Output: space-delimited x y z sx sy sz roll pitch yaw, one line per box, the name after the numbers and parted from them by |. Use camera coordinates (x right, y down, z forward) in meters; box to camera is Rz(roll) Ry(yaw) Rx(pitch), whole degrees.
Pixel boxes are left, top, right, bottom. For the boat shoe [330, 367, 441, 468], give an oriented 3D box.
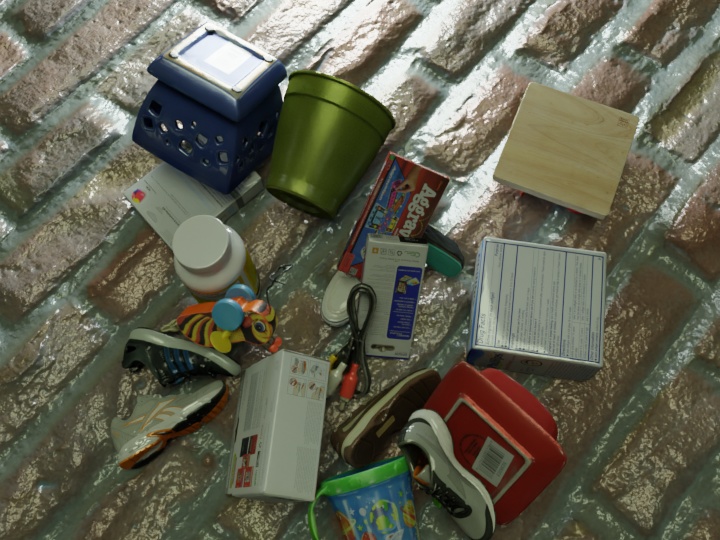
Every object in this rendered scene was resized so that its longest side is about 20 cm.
0.035 0.210 1.120 0.201 0.076 0.074 -34 31 -27 | boat shoe

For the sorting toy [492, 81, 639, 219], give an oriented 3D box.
0.350 -0.197 1.262 0.198 0.070 0.201 21 72 10 | sorting toy

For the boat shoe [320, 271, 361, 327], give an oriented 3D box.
0.000 0.000 1.204 0.071 0.070 0.201 34 74 15 | boat shoe

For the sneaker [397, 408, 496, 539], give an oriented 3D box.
0.114 0.296 1.018 0.079 0.074 0.201 -31 87 -48 | sneaker

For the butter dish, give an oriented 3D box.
0.202 0.229 1.067 0.199 0.201 0.147 42 41 18 | butter dish

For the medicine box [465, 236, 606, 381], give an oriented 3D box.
0.275 0.061 1.148 0.197 0.103 0.185 7 69 6 | medicine box

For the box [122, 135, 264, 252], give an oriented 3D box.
-0.293 -0.142 1.291 0.200 0.041 0.156 -41 71 -13 | box

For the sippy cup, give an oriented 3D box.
0.024 0.347 1.044 0.176 0.139 0.132 -21 79 17 | sippy cup

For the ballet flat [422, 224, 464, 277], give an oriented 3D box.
0.088 -0.061 1.192 0.199 0.073 0.074 31 70 -20 | ballet flat

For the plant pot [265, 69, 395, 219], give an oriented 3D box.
-0.068 -0.199 1.235 0.198 0.200 0.195 22 83 11 | plant pot

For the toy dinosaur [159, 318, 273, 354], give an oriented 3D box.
-0.234 0.097 1.170 0.197 0.088 0.048 13 80 9 | toy dinosaur

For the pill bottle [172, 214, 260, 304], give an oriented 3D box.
-0.227 -0.006 1.149 0.111 0.200 0.114 -1 68 2 | pill bottle

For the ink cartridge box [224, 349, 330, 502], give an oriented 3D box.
-0.127 0.238 1.096 0.083 0.175 0.203 16 67 -25 | ink cartridge box

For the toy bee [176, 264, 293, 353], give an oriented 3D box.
-0.169 0.080 1.067 0.131 0.198 0.110 -42 111 -44 | toy bee

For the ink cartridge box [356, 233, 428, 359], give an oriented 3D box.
0.045 0.043 1.147 0.093 0.037 0.203 5 112 -6 | ink cartridge box

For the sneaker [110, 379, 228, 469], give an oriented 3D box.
-0.303 0.217 1.138 0.199 0.076 0.092 -32 66 -10 | sneaker

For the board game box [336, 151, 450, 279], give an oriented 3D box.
0.049 -0.072 1.126 0.102 0.020 0.202 19 111 -16 | board game box

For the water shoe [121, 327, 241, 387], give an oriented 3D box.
-0.285 0.153 1.166 0.197 0.072 0.080 14 74 16 | water shoe

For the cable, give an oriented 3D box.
-0.010 0.124 1.126 0.096 0.050 0.202 26 110 4 | cable

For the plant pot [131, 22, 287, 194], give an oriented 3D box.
-0.242 -0.283 1.224 0.198 0.181 0.201 29 46 5 | plant pot
